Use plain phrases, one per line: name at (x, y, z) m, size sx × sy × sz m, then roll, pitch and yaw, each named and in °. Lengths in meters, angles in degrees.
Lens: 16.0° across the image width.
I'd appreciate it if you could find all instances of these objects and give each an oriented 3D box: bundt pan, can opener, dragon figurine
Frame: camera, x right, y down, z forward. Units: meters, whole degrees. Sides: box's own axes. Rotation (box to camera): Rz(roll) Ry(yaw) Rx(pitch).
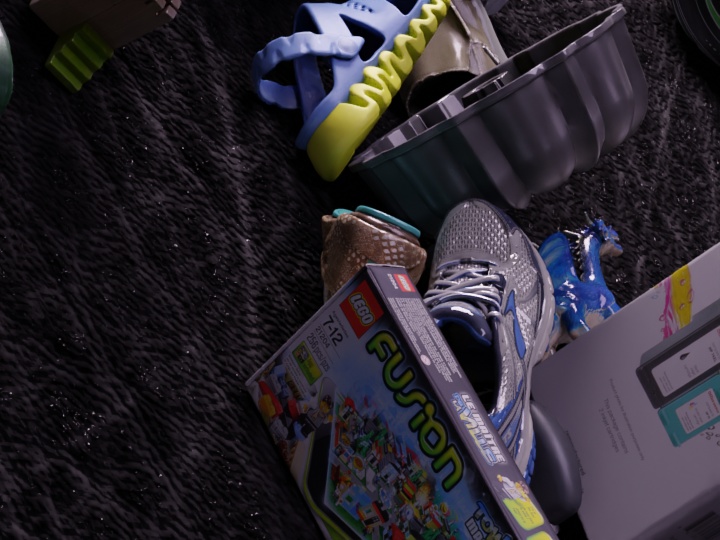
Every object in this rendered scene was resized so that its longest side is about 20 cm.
bundt pan at (0.096, -0.085, 1.597) m, size 0.076 × 0.201 × 0.202 m, roll 59°, pitch 29°, yaw -6°
can opener at (0.087, 0.066, 1.514) m, size 0.053 × 0.067 × 0.201 m, roll 19°, pitch 46°, yaw -44°
dragon figurine at (0.121, 0.017, 1.629) m, size 0.100 × 0.059 × 0.200 m, roll 54°, pitch 30°, yaw 14°

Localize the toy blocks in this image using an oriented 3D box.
toy blocks at (-0.106, -0.209, 1.478) m, size 0.100 × 0.136 × 0.201 m, roll 45°, pitch 44°, yaw -27°

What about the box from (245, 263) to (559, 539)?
box at (0.024, 0.109, 1.339) m, size 0.035 × 0.110 × 0.201 m, roll 3°, pitch 49°, yaw -50°

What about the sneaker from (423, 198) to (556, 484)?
sneaker at (0.066, 0.035, 1.453) m, size 0.085 × 0.076 × 0.201 m, roll 59°, pitch 25°, yaw -52°

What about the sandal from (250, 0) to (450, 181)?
sandal at (-0.005, -0.146, 1.632) m, size 0.087 × 0.080 × 0.200 m, roll 34°, pitch 42°, yaw 0°

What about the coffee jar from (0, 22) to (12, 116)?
coffee jar at (-0.271, -0.099, 1.223) m, size 0.199 × 0.104 × 0.086 m, roll 8°, pitch 44°, yaw -47°

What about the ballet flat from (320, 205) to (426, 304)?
ballet flat at (0.000, 0.000, 1.474) m, size 0.070 × 0.066 × 0.200 m, roll 25°, pitch -1°, yaw 3°

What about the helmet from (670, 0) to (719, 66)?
helmet at (0.354, -0.246, 2.126) m, size 0.198 × 0.192 × 0.200 m, roll 4°, pitch 25°, yaw -2°

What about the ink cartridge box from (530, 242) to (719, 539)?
ink cartridge box at (0.232, 0.088, 1.513) m, size 0.147 × 0.199 × 0.147 m, roll 34°, pitch 28°, yaw -47°

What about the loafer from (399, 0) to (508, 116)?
loafer at (0.056, -0.142, 1.728) m, size 0.200 × 0.075 × 0.070 m, roll 52°, pitch 26°, yaw 11°

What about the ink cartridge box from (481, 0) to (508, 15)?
ink cartridge box at (0.041, -0.251, 1.828) m, size 0.160 × 0.047 × 0.200 m, roll 48°, pitch 16°, yaw 3°
